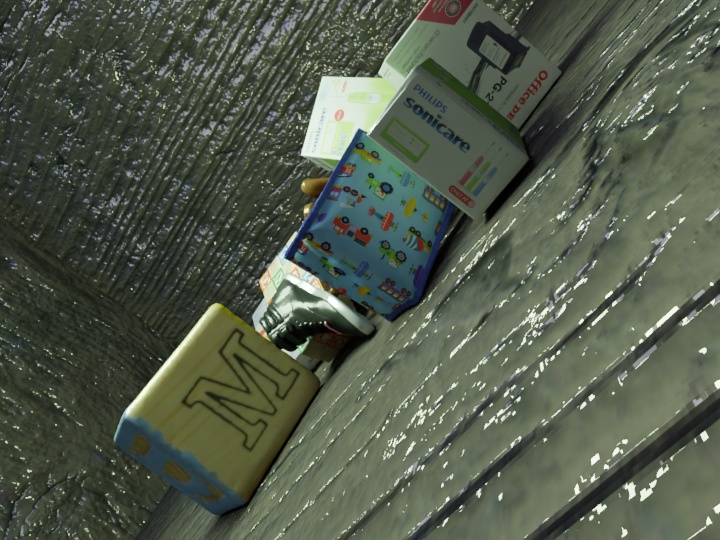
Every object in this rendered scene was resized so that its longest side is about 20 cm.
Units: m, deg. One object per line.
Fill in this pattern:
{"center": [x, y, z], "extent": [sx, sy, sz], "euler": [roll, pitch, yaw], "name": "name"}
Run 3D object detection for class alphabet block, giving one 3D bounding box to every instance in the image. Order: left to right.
{"center": [-0.207, 0.203, 0.934], "extent": [0.201, 0.196, 0.195], "euler": [-56, 7, -33], "name": "alphabet block"}

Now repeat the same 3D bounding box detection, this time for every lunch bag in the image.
{"center": [0.026, -0.069, 0.769], "extent": [0.201, 0.150, 0.094], "euler": [-62, 8, -25], "name": "lunch bag"}

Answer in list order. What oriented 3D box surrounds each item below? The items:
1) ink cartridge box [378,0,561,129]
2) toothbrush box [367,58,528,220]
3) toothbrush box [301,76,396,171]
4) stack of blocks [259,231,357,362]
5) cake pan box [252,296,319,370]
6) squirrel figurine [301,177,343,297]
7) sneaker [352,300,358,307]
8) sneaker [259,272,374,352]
{"center": [0.147, -0.269, 0.886], "extent": [0.145, 0.199, 0.084], "euler": [-52, 7, 2], "name": "ink cartridge box"}
{"center": [0.102, -0.158, 0.737], "extent": [0.086, 0.145, 0.200], "euler": [-51, 6, 21], "name": "toothbrush box"}
{"center": [0.015, -0.241, 1.100], "extent": [0.086, 0.199, 0.147], "euler": [19, -94, -54], "name": "toothbrush box"}
{"center": [-0.084, 0.048, 1.027], "extent": [0.115, 0.058, 0.201], "euler": [-51, 42, 21], "name": "stack of blocks"}
{"center": [-0.112, 0.085, 1.147], "extent": [0.200, 0.052, 0.185], "euler": [-53, 43, 30], "name": "cake pan box"}
{"center": [0.006, -0.043, 0.962], "extent": [0.141, 0.200, 0.188], "euler": [-18, 56, 30], "name": "squirrel figurine"}
{"center": [0.000, 0.000, 1.110], "extent": [0.201, 0.075, 0.088], "euler": [-53, 4, 8], "name": "sneaker"}
{"center": [-0.065, 0.077, 0.888], "extent": [0.199, 0.071, 0.100], "euler": [22, 77, 48], "name": "sneaker"}
